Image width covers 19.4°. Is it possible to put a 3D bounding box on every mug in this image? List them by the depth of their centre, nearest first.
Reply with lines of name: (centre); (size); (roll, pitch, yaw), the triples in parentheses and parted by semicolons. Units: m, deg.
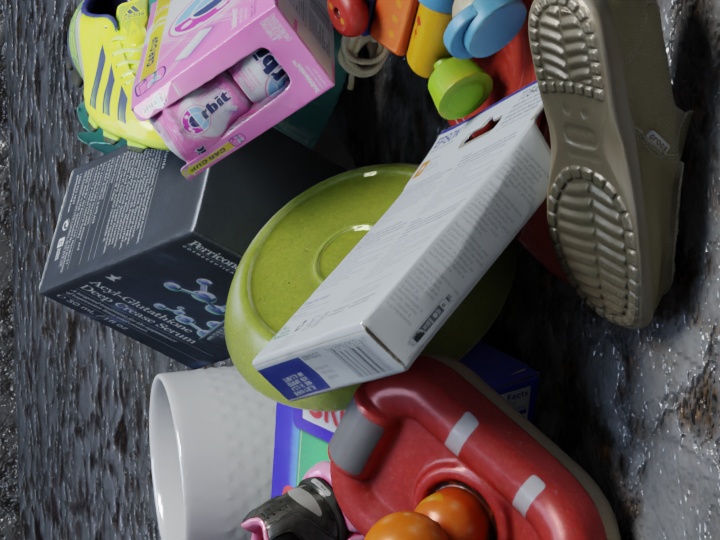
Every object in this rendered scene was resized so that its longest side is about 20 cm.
mug: (-0.059, 0.158, 1.546); (0.201, 0.173, 0.148); (100, 159, -46)

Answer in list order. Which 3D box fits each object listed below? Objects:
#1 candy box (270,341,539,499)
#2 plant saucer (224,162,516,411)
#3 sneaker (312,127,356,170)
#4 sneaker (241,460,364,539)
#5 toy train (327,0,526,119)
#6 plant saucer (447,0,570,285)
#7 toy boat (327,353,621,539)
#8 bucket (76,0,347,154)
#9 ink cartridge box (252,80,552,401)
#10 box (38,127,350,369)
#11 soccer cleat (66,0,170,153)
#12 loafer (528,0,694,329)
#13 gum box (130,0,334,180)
candy box: (0.022, 0.133, 1.364); (0.168, 0.077, 0.202); (25, 118, 42)
plant saucer: (0.000, 0.000, 1.332); (0.201, 0.199, 0.031); (-112, -5, -46)
sneaker: (-0.041, -0.002, 1.639); (0.112, 0.072, 0.202); (141, 125, -67)
sneaker: (-0.050, 0.220, 1.345); (0.079, 0.095, 0.202); (28, 125, 37)
toy train: (0.040, -0.137, 1.282); (0.116, 0.084, 0.201); (58, 154, 27)
plant saucer: (0.099, -0.126, 1.258); (0.201, 0.036, 0.201); (-116, 30, -50)
toy boat: (0.050, 0.150, 1.199); (0.200, 0.130, 0.131); (40, 128, 19)
bucket: (-0.110, -0.149, 1.606); (0.207, 0.134, 0.208); (-45, 27, 29)
ink cartridge box: (0.039, -0.017, 1.199); (0.200, 0.041, 0.199); (-51, 10, -19)
box: (-0.109, -0.021, 1.506); (0.199, 0.148, 0.108); (-20, 50, 48)
soccer cleat: (-0.159, -0.144, 1.453); (0.200, 0.064, 0.084); (52, 128, 54)
loafer: (0.139, -0.062, 1.095); (0.075, 0.068, 0.202); (28, 137, 47)
gum box: (-0.080, -0.146, 1.362); (0.066, 0.113, 0.200); (51, -164, -22)
